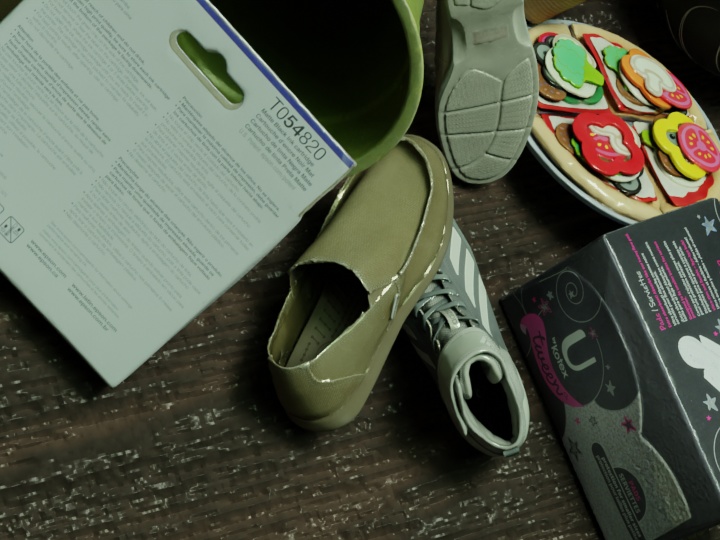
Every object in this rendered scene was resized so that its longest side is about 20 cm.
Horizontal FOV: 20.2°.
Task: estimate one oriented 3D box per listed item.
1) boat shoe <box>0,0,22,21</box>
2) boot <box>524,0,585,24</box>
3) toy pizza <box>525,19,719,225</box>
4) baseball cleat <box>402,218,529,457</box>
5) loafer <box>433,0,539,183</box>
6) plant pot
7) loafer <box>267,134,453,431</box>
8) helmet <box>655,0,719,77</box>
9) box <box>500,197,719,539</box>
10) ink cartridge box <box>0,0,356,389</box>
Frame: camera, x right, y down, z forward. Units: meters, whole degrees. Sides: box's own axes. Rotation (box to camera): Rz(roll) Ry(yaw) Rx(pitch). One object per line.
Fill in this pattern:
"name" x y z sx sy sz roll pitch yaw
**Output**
"boat shoe" -0.170 -0.106 1.216 0.065 0.072 0.201 -32 94 -45
"boot" 0.188 -0.277 1.488 0.071 0.144 0.202 37 46 -24
"toy pizza" 0.190 -0.112 1.464 0.199 0.032 0.201 20 44 -20
"baseball cleat" 0.058 0.026 1.294 0.069 0.106 0.201 -31 89 -2
"loafer" 0.081 -0.157 1.366 0.071 0.201 0.063 -7 36 -4
"plant pot" -0.029 -0.190 1.294 0.200 0.200 0.190 42 39 -12
"loafer" 0.000 0.000 1.250 0.067 0.075 0.202 49 56 -58
"helmet" 0.322 -0.231 1.544 0.198 0.191 0.202 -1 74 5
"box" 0.203 0.075 1.359 0.114 0.132 0.202 -16 79 -36
"ink cartridge box" -0.136 -0.069 1.153 0.200 0.200 0.041 48 13 -9
